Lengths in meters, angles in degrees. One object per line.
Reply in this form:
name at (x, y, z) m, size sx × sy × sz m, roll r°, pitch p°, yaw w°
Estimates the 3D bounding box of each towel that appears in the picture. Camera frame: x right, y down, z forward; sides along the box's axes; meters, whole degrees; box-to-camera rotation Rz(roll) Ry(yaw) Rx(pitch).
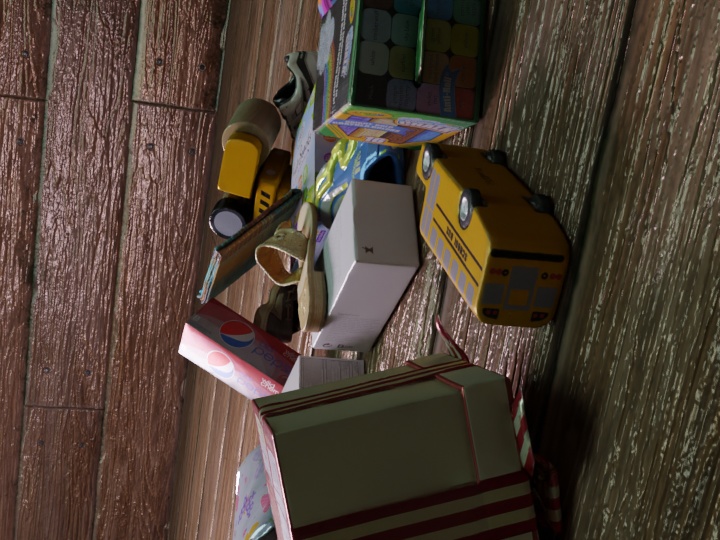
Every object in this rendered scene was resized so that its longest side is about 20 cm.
towel at (-0.151, -0.032, 1.395) m, size 0.022 × 0.146 × 0.200 m, roll 47°, pitch 156°, yaw 5°

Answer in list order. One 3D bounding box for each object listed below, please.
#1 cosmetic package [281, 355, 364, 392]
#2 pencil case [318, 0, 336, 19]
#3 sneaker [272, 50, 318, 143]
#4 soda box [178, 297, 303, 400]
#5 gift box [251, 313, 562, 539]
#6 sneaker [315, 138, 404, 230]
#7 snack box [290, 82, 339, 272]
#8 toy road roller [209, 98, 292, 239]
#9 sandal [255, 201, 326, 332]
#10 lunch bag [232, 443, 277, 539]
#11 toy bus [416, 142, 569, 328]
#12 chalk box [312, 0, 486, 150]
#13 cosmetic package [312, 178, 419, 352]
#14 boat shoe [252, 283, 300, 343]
cosmetic package at (-0.058, 0.171, 1.291) m, size 0.200 × 0.082 × 0.051 m, roll 118°, pitch 156°, yaw -55°
pencil case at (-0.003, -0.286, 1.231) m, size 0.201 × 0.087 × 0.089 m, roll -103°, pitch 23°, yaw -52°
sneaker at (-0.091, -0.234, 1.546) m, size 0.076 × 0.087 × 0.202 m, roll -111°, pitch 28°, yaw -56°
soda box at (-0.146, 0.125, 1.416) m, size 0.070 × 0.199 × 0.064 m, roll -47°, pitch -16°, yaw -47°
gift box at (0.031, 0.144, 0.730) m, size 0.184 × 0.185 × 0.202 m, roll -154°, pitch 55°, yaw -76°
sneaker at (-0.002, -0.093, 1.173) m, size 0.201 × 0.075 × 0.106 m, roll 111°, pitch 158°, yaw -45°
snack box at (-0.049, -0.118, 1.381) m, size 0.169 × 0.067 × 0.202 m, roll 122°, pitch 151°, yaw -62°
toy road roller at (-0.129, -0.135, 1.510) m, size 0.123 × 0.144 × 0.201 m, roll -75°, pitch -1°, yaw -54°
sandal at (-0.086, -0.014, 1.197) m, size 0.213 × 0.069 × 0.078 m, roll -102°, pitch 22°, yaw -50°
lunch bag at (-0.085, 0.309, 1.178) m, size 0.170 × 0.126 × 0.202 m, roll -110°, pitch 19°, yaw -64°
toy bus at (0.094, -0.037, 0.803) m, size 0.200 × 0.064 × 0.079 m, roll -116°, pitch 33°, yaw -63°
chalk box at (0.039, -0.192, 0.955) m, size 0.200 × 0.123 × 0.126 m, roll 175°, pitch 100°, yaw -74°
cosmetic package at (0.000, 0.000, 1.139) m, size 0.200 × 0.070 × 0.102 m, roll 117°, pitch 155°, yaw -56°
boat shoe at (-0.104, 0.066, 1.533) m, size 0.200 × 0.071 × 0.073 m, roll -53°, pitch -33°, yaw -76°
